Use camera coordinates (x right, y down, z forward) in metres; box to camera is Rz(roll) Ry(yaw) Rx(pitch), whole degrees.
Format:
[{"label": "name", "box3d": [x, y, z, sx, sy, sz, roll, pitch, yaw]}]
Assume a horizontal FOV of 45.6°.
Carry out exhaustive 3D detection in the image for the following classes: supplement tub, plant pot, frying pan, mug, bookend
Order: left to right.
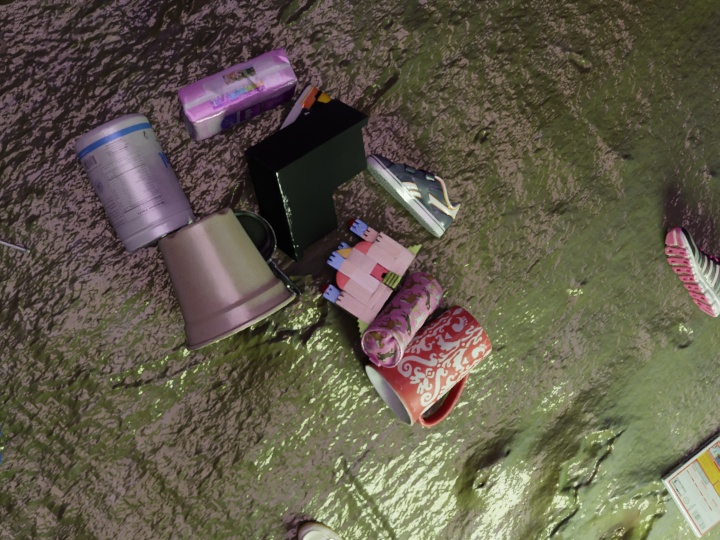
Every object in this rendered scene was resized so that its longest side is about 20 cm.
[{"label": "supplement tub", "box3d": [-0.372, -0.145, 1.419, 0.131, 0.132, 0.201, -27, 97, -11]}, {"label": "plant pot", "box3d": [-0.236, 0.005, 1.413, 0.200, 0.200, 0.184, -27, 96, -11]}, {"label": "frying pan", "box3d": [-0.168, -0.041, 1.492, 0.189, 0.031, 0.115, 24, 119, -9]}, {"label": "bookend", "box3d": [-0.076, -0.156, 1.474, 0.200, 0.092, 0.199, -35, 139, -23]}, {"label": "mug", "box3d": [0.128, 0.174, 1.552, 0.200, 0.178, 0.133, -37, 61, -14]}]

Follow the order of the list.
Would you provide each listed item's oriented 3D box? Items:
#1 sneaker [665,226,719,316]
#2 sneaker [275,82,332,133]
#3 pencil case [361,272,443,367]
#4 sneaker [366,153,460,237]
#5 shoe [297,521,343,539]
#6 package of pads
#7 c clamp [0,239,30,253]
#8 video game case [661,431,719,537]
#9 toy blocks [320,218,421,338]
[{"label": "sneaker", "box3d": [0.671, -0.011, 1.677, 0.087, 0.074, 0.200, -36, 102, -10]}, {"label": "sneaker", "box3d": [-0.106, -0.226, 1.507, 0.090, 0.070, 0.201, 30, 83, -8]}, {"label": "pencil case", "box3d": [0.074, 0.084, 1.492, 0.200, 0.082, 0.087, -48, 127, -50]}, {"label": "sneaker", "box3d": [0.096, -0.154, 1.549, 0.200, 0.078, 0.079, 42, 87, -20]}, {"label": "shoe", "box3d": [-0.036, 0.530, 1.534, 0.070, 0.053, 0.200, -42, 98, -9]}, {"label": "package of pads", "box3d": [-0.210, -0.298, 1.459, 0.199, 0.120, 0.076, -26, 90, -11]}, {"label": "c clamp", "box3d": [-0.669, 0.019, 1.408, 0.170, 0.027, 0.201, 26, 84, -11]}, {"label": "video game case", "box3d": [0.714, 0.416, 1.715, 0.200, 0.017, 0.143, -34, 97, -10]}, {"label": "toy blocks", "box3d": [0.000, 0.000, 1.530, 0.136, 0.100, 0.201, 33, 84, 1]}]
